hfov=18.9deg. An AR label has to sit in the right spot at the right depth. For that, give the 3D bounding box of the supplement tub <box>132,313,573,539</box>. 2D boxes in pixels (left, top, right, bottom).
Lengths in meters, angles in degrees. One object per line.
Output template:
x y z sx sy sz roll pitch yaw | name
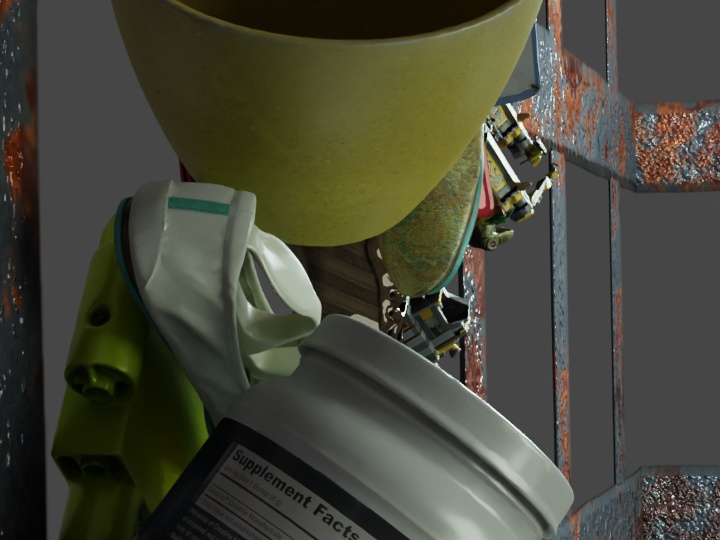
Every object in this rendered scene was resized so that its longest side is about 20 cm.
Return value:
-0.023 0.133 0.838 0.200 0.140 0.140 -53 156 -11 | supplement tub

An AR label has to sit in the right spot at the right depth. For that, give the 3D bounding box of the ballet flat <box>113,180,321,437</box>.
-0.043 0.033 0.904 0.200 0.069 0.070 68 24 -51 | ballet flat

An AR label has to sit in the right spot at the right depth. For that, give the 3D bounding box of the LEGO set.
0.054 -0.020 1.275 0.116 0.153 0.200 56 6 -14 | LEGO set

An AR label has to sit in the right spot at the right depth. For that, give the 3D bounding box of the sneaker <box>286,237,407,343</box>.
0.000 0.000 1.149 0.070 0.075 0.201 -69 141 -76 | sneaker

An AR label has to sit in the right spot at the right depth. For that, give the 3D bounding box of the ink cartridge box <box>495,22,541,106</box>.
0.031 -0.180 1.275 0.200 0.076 0.137 -142 -136 -65 | ink cartridge box

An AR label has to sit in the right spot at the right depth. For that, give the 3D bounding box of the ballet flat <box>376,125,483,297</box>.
0.030 -0.083 1.083 0.071 0.070 0.201 67 32 -56 | ballet flat

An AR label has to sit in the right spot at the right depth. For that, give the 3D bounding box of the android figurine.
-0.088 0.059 0.947 0.183 0.041 0.201 72 23 -50 | android figurine

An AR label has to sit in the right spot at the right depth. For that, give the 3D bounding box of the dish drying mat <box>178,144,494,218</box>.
-0.010 -0.057 1.099 0.199 0.018 0.077 -8 88 -43 | dish drying mat

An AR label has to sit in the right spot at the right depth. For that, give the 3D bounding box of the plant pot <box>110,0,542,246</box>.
-0.019 -0.097 0.973 0.201 0.198 0.143 -74 172 -51 | plant pot
